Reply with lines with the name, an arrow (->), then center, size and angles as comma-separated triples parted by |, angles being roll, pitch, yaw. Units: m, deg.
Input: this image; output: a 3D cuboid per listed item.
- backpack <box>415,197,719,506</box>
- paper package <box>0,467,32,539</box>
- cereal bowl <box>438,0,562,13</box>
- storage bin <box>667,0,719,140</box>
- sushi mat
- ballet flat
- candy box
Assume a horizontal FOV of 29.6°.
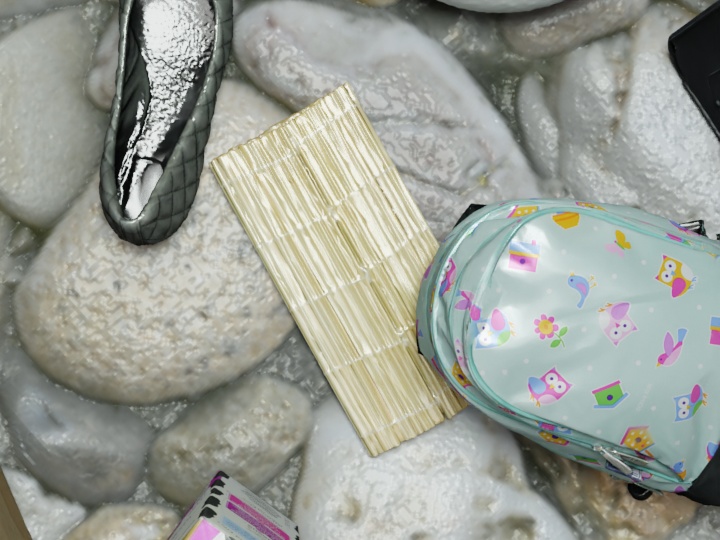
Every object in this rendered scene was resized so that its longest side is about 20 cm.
backpack -> 0.132, 0.030, 0.738 | 0.200, 0.127, 0.167 | 19, 84, -8
paper package -> -0.298, 0.119, 0.719 | 0.200, 0.103, 0.191 | -22, 88, -4
cereal bowl -> 0.083, -0.237, 0.741 | 0.200, 0.083, 0.200 | -1, 109, -2
storage bin -> 0.273, -0.079, 0.750 | 0.094, 0.135, 0.200 | -32, 90, -5
sushi mat -> 0.000, 0.000, 0.789 | 0.096, 0.012, 0.200 | -29, 90, -6
ballet flat -> -0.107, -0.113, 0.765 | 0.066, 0.057, 0.200 | 5, 87, -5
candy box -> -0.091, 0.180, 0.682 | 0.061, 0.200, 0.136 | 36, 85, -2
